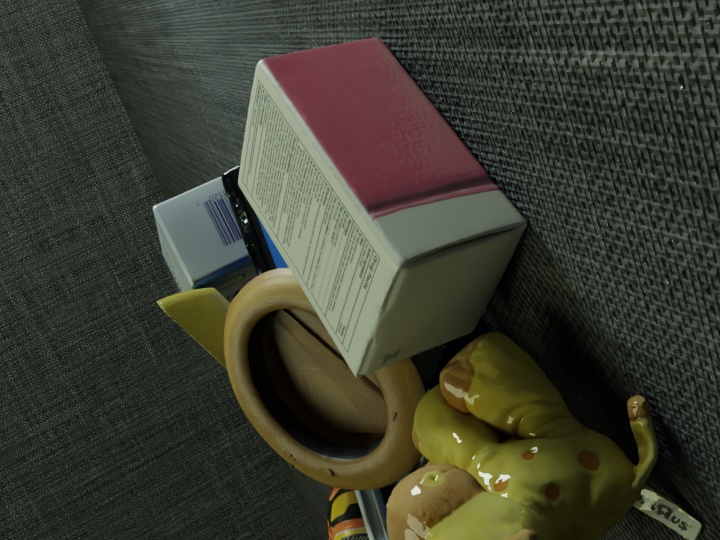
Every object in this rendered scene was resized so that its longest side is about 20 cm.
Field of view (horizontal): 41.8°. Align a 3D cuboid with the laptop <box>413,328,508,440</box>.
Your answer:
[{"bbox_3d":[0.062,0.111,0.816,0.199,0.103,0.179,25,140,54],"label":"laptop"}]

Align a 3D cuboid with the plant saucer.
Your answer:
[{"bbox_3d":[-0.112,0.084,0.960,0.200,0.049,0.200,43,174,-4],"label":"plant saucer"}]

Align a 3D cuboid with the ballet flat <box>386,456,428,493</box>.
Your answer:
[{"bbox_3d":[0.052,0.159,0.901,0.063,0.069,0.200,41,-167,-17],"label":"ballet flat"}]

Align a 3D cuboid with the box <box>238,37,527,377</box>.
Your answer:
[{"bbox_3d":[0.006,-0.050,0.679,0.201,0.108,0.128,56,148,28],"label":"box"}]

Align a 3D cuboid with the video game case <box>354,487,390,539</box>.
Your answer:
[{"bbox_3d":[0.032,0.253,0.871,0.201,0.023,0.183,68,-176,-59],"label":"video game case"}]

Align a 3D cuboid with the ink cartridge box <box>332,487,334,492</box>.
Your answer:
[{"bbox_3d":[0.024,0.241,1.049,0.199,0.044,0.178,32,116,45],"label":"ink cartridge box"}]

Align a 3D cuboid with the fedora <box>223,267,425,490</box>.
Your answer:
[{"bbox_3d":[-0.019,0.080,0.782,0.198,0.082,0.203,12,117,26],"label":"fedora"}]

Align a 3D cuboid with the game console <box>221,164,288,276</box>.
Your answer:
[{"bbox_3d":[-0.043,-0.020,0.902,0.171,0.117,0.202,24,-135,-75],"label":"game console"}]

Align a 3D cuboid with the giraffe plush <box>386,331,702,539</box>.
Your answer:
[{"bbox_3d":[0.083,0.157,0.582,0.198,0.162,0.175,15,121,38],"label":"giraffe plush"}]

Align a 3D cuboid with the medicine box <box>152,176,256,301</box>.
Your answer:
[{"bbox_3d":[-0.139,-0.040,1.125,0.104,0.181,0.200,62,166,10],"label":"medicine box"}]

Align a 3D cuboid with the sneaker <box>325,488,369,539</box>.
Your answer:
[{"bbox_3d":[-0.004,0.279,1.033,0.201,0.069,0.091,92,172,-61],"label":"sneaker"}]
